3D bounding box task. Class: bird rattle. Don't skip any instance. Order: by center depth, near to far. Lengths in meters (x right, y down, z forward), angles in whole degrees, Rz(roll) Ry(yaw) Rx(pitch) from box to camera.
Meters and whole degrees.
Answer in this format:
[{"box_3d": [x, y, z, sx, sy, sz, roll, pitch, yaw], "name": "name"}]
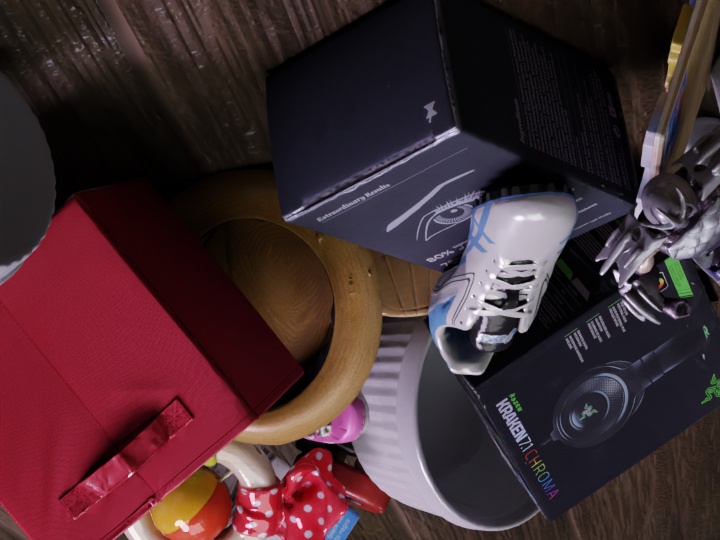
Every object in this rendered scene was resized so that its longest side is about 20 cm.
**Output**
[{"box_3d": [-0.112, 0.170, 1.509, 0.163, 0.113, 0.200, -38, 120, 14], "name": "bird rattle"}]

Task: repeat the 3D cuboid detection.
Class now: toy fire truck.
[{"box_3d": [-0.044, 0.121, 1.649, 0.167, 0.113, 0.200, 29, 169, -16], "name": "toy fire truck"}]

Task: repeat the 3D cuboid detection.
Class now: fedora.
[{"box_3d": [-0.072, 0.021, 1.372, 0.198, 0.203, 0.082, -13, -167, 10], "name": "fedora"}]

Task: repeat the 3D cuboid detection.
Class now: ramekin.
[{"box_3d": [0.078, 0.105, 1.551, 0.199, 0.203, 0.104, 13, 172, -42], "name": "ramekin"}]

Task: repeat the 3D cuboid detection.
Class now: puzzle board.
[{"box_3d": [0.195, -0.104, 1.172, 0.017, 0.152, 0.200, 17, 160, 12], "name": "puzzle board"}]

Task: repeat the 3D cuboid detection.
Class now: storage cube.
[{"box_3d": [-0.167, 0.064, 1.250, 0.171, 0.180, 0.200, -40, -179, 10], "name": "storage cube"}]

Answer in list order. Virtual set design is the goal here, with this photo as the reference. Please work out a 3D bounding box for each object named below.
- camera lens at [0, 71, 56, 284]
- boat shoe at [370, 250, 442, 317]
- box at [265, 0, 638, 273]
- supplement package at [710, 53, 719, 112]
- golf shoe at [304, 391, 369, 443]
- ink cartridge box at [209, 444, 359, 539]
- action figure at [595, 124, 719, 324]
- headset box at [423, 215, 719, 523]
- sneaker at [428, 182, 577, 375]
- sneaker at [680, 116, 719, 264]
[{"box_3d": [-0.297, -0.032, 1.128, 0.199, 0.162, 0.159, -26, 152, 36], "name": "camera lens"}, {"box_3d": [0.000, 0.000, 1.443, 0.197, 0.075, 0.069, -4, -175, 6], "name": "boat shoe"}, {"box_3d": [0.060, -0.082, 1.214, 0.147, 0.105, 0.199, -24, 152, 34], "name": "box"}, {"box_3d": [0.343, -0.113, 1.229, 0.198, 0.118, 0.118, -6, 158, -8], "name": "supplement package"}, {"box_3d": [-0.044, 0.068, 1.483, 0.091, 0.200, 0.076, -7, 119, -38], "name": "golf shoe"}, {"box_3d": [-0.119, 0.180, 1.623, 0.199, 0.085, 0.146, 38, 168, -17], "name": "ink cartridge box"}, {"box_3d": [0.215, -0.024, 1.139, 0.130, 0.070, 0.199, -37, 156, 20], "name": "action figure"}, {"box_3d": [0.176, 0.060, 1.425, 0.199, 0.093, 0.175, -33, 132, -3], "name": "headset box"}, {"box_3d": [0.092, 0.005, 1.204, 0.071, 0.073, 0.200, -1, 155, -13], "name": "sneaker"}, {"box_3d": [0.251, -0.050, 1.399, 0.099, 0.071, 0.199, -26, 156, 26], "name": "sneaker"}]
